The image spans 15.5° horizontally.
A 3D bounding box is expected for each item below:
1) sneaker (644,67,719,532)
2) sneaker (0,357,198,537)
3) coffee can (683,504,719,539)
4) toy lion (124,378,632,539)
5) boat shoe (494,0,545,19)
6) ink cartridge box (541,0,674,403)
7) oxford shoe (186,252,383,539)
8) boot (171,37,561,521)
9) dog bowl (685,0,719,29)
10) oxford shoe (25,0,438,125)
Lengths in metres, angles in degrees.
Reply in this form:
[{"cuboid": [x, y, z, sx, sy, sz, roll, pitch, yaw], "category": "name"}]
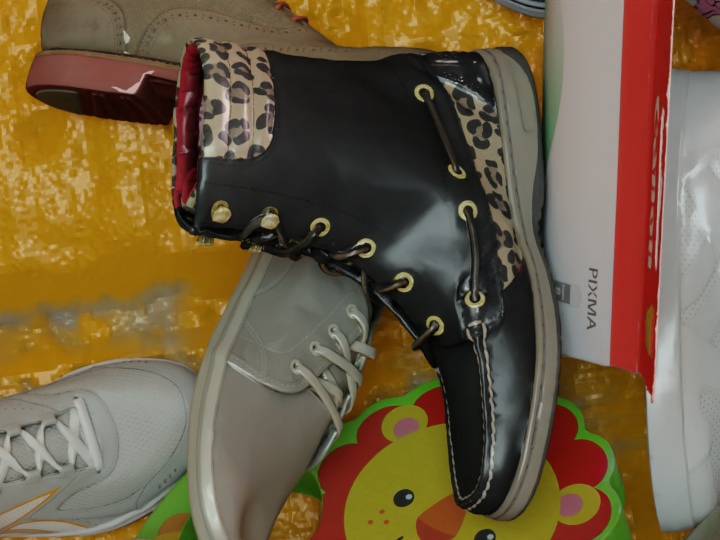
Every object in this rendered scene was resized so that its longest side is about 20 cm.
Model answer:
[{"cuboid": [0.179, 0.013, 1.136, 0.115, 0.074, 0.202, 2, 86, 7], "category": "sneaker"}, {"cuboid": [-0.161, 0.089, 1.161, 0.199, 0.092, 0.076, -18, 83, 5], "category": "sneaker"}, {"cuboid": [0.186, 0.208, 1.071, 0.200, 0.146, 0.147, 41, 90, 4], "category": "coffee can"}, {"cuboid": [0.007, 0.118, 1.129, 0.199, 0.069, 0.192, 17, 57, 32], "category": "toy lion"}, {"cuboid": [0.036, -0.195, 1.172, 0.072, 0.071, 0.200, -39, 85, 1], "category": "boat shoe"}, {"cuboid": [0.096, -0.041, 1.072, 0.050, 0.200, 0.162, 2, 98, 4], "category": "ink cartridge box"}, {"cuboid": [-0.025, 0.040, 1.121, 0.057, 0.075, 0.201, 1, 48, 22], "category": "oxford shoe"}, {"cuboid": [-0.001, 0.000, 1.084, 0.153, 0.073, 0.205, 5, 71, -20], "category": "boot"}, {"cuboid": [0.219, -0.157, 1.091, 0.200, 0.200, 0.074, -37, 93, 2], "category": "dog bowl"}, {"cuboid": [-0.049, -0.104, 1.178, 0.198, 0.070, 0.075, 6, 79, 6], "category": "oxford shoe"}]
